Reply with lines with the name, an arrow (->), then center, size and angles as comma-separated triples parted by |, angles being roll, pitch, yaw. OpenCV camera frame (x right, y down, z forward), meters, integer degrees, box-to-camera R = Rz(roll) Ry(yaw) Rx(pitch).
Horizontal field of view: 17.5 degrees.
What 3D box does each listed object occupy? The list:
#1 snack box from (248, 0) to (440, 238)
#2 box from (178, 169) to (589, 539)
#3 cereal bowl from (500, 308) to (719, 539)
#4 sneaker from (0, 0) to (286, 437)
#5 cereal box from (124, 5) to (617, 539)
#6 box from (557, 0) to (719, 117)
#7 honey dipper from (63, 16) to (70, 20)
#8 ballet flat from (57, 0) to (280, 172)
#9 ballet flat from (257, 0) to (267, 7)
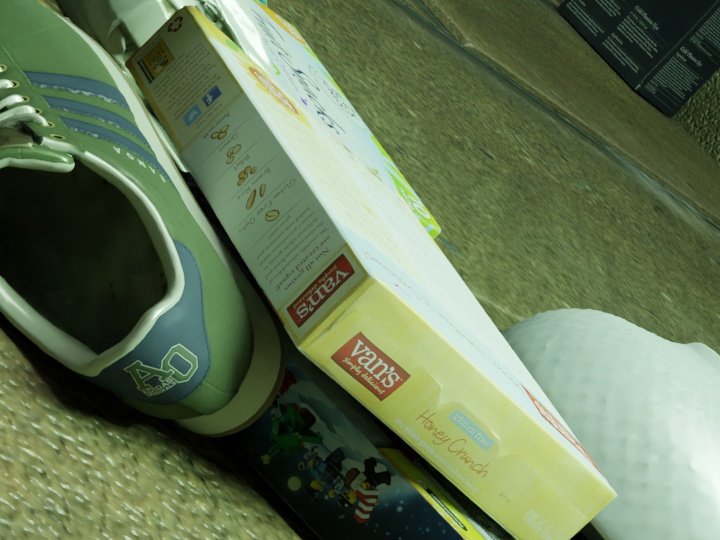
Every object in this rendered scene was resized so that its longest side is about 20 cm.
snack box -> -0.059, -0.085, 1.100 | 0.142, 0.053, 0.200 | 34, 15, -39
box -> -0.013, 0.044, 0.835 | 0.200, 0.038, 0.137 | 46, 11, 13
cereal bowl -> 0.129, 0.090, 0.905 | 0.200, 0.083, 0.200 | 53, -1, 2
sneaker -> -0.104, -0.034, 0.745 | 0.200, 0.067, 0.090 | 50, 9, 19
cereal box -> 0.000, 0.000, 0.822 | 0.144, 0.040, 0.200 | 42, 9, -37
box -> 0.398, -0.340, 3.100 | 0.104, 0.182, 0.200 | 29, 19, -48
honey dipper -> -0.125, -0.074, 0.910 | 0.038, 0.038, 0.200 | 40, 8, -11
ballet flat -> -0.069, -0.082, 0.944 | 0.200, 0.069, 0.069 | 59, 11, -5
ballet flat -> -0.129, -0.175, 1.184 | 0.200, 0.069, 0.071 | 32, -3, -39
